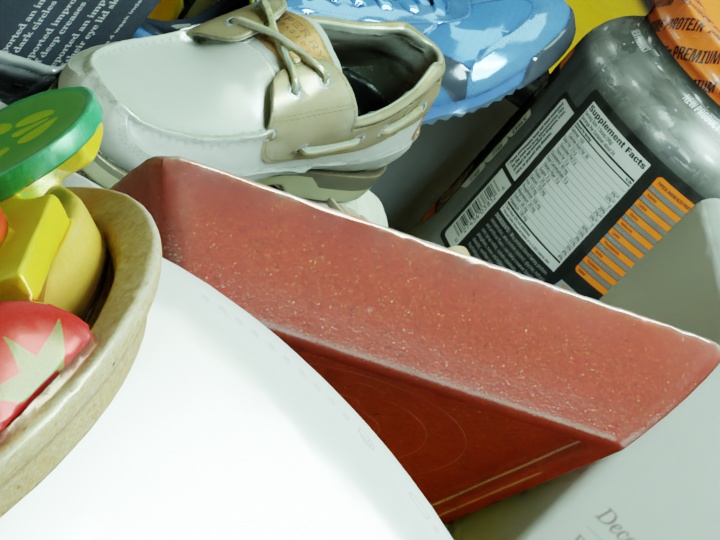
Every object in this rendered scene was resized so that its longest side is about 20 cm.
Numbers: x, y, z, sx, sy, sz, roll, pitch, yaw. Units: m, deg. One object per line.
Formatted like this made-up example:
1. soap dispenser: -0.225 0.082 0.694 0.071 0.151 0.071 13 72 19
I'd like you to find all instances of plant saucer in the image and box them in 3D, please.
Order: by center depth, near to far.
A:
1. plant saucer: -0.017 0.038 0.924 0.199 0.199 0.037 18 67 -22

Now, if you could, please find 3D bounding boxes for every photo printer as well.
1. photo printer: -0.061 0.100 0.751 0.166 0.069 0.200 47 51 -6

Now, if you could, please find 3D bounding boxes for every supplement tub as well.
1. supplement tub: 0.107 -0.022 1.233 0.122 0.200 0.123 36 21 -16

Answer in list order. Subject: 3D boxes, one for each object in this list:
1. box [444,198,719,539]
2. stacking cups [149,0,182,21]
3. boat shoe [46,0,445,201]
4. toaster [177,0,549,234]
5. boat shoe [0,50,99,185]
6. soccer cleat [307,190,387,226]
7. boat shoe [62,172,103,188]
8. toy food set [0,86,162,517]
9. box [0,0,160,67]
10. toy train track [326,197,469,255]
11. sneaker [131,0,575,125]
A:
1. box: 0.141 0.114 1.028 0.200 0.171 0.199 42 13 -7
2. stacking cups: -0.145 -0.178 1.280 0.060 0.061 0.200 17 33 -48
3. boat shoe: -0.040 -0.068 1.057 0.075 0.068 0.200 53 26 16
4. toaster: -0.005 -0.120 1.337 0.199 0.119 0.181 32 24 -25
5. boat shoe: -0.109 -0.050 1.085 0.199 0.069 0.072 15 33 -50
6. soccer cleat: -0.022 0.011 1.099 0.077 0.070 0.200 5 15 22
7. boat shoe: -0.131 -0.020 0.967 0.199 0.061 0.074 32 -9 -11
8. toy food set: -0.141 0.030 0.718 0.049 0.199 0.198 60 17 -22
9. box: -0.161 -0.143 1.063 0.105 0.148 0.200 52 22 25
10. toy train track: 0.000 0.000 1.016 0.200 0.032 0.115 27 32 -50
11. sneaker: -0.005 -0.099 1.199 0.066 0.199 0.079 -130 -154 -64
